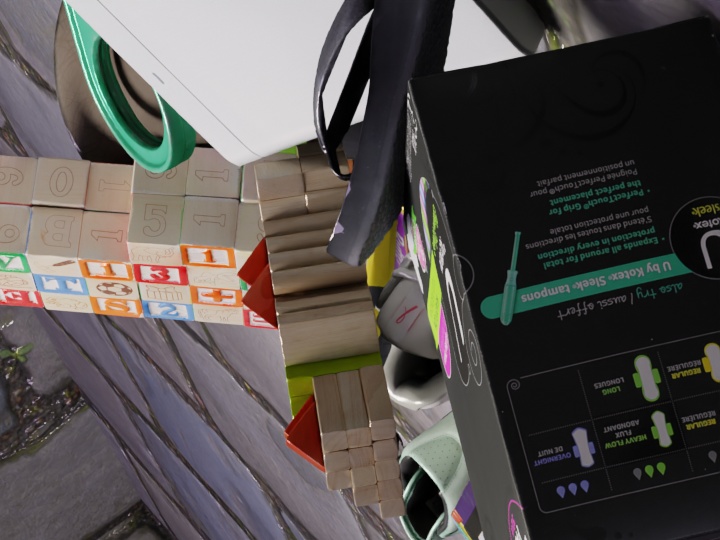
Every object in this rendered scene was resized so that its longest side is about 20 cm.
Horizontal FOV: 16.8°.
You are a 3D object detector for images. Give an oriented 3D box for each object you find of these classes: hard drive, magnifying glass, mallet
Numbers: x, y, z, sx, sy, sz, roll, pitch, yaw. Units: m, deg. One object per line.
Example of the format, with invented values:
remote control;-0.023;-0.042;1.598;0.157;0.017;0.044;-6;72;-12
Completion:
hard drive;-0.031;-0.120;1.112;0.200;0.027;0.132;-18;127;44
magnifying glass;-0.138;-0.141;1.217;0.080;0.022;0.200;-10;106;63
mallet;0.000;0.000;1.236;0.066;0.200;0.041;12;171;0

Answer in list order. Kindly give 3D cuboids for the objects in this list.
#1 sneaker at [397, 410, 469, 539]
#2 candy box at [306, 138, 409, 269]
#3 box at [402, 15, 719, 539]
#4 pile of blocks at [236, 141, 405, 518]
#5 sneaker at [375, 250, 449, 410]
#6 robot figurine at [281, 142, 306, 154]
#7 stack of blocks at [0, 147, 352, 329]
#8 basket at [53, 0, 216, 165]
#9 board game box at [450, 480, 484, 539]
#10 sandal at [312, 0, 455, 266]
sneaker;0.071;0.125;1.445;0.074;0.118;0.200;47;167;26
candy box;0.049;-0.014;1.318;0.200;0.056;0.117;52;166;10
box;0.097;0.031;0.942;0.149;0.124;0.200;89;168;-69
pile of blocks;-0.024;0.028;1.165;0.082;0.062;0.200;85;176;-57
sneaker;0.053;-0.002;1.156;0.078;0.099;0.200;35;140;28
robot figurine;-0.076;-0.046;1.561;0.175;0.116;0.200;45;165;22
stack of blocks;-0.105;-0.019;1.318;0.115;0.200;0.059;89;-174;-69
basket;-0.078;-0.139;1.290;0.200;0.136;0.180;150;127;-70
board game box;0.129;0.181;1.268;0.200;0.057;0.165;56;168;10
sandal;0.011;-0.102;0.999;0.043;0.200;0.076;13;-170;12
